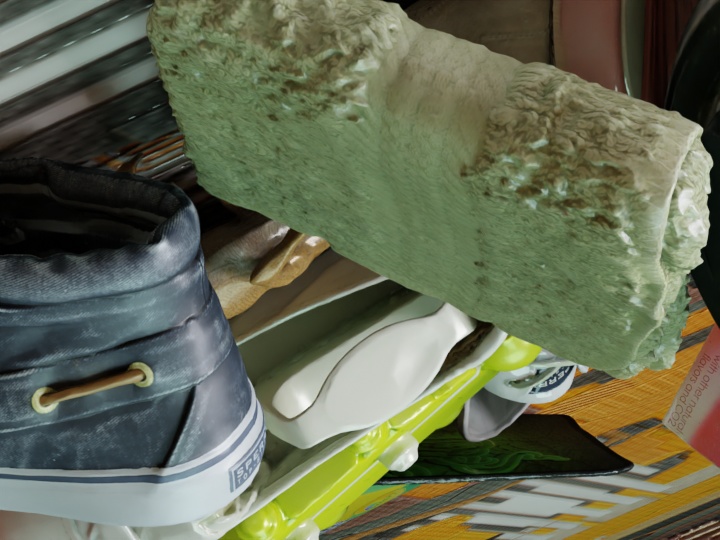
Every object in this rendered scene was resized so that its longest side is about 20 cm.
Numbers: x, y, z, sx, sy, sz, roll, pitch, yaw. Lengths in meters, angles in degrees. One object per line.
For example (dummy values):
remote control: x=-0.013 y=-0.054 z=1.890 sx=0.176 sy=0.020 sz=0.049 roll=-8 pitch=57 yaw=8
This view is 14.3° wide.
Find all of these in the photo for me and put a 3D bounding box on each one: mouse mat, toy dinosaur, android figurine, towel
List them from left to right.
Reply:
toy dinosaur: x=-0.066 y=0.010 z=0.876 sx=0.199 sy=0.061 sz=0.106 roll=-23 pitch=170 yaw=11
android figurine: x=-0.007 y=0.066 z=1.028 sx=0.182 sy=0.041 sz=0.200 roll=-41 pitch=175 yaw=3
mouse mat: x=0.024 y=0.076 z=1.235 sx=0.160 sy=0.008 sz=0.200 roll=-2 pitch=-175 yaw=-5
towel: x=0.019 y=-0.025 z=0.729 sx=0.200 sy=0.148 sz=0.037 roll=71 pitch=44 yaw=-78

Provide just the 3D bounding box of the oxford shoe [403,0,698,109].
oxford shoe: x=0.059 y=-0.057 z=0.824 sx=0.073 sy=0.071 sz=0.200 roll=-2 pitch=171 yaw=15

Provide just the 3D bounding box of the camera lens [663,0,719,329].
camera lens: x=0.190 y=-0.045 z=0.758 sx=0.200 sy=0.160 sz=0.160 roll=-32 pitch=177 yaw=-36

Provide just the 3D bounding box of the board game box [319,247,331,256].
board game box: x=0.000 y=0.000 z=0.984 sx=0.199 sy=0.035 sz=0.126 roll=-22 pitch=175 yaw=2

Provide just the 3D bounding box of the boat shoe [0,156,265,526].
boat shoe: x=-0.127 y=0.016 z=0.796 sx=0.199 sy=0.091 sz=0.071 roll=-1 pitch=-146 yaw=16

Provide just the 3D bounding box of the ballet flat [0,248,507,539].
ballet flat: x=-0.034 y=0.045 z=0.895 sx=0.199 sy=0.070 sz=0.069 roll=-33 pitch=167 yaw=7

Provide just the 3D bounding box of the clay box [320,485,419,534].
clay box: x=-0.054 y=0.110 z=1.386 sx=0.199 sy=0.048 sz=0.115 roll=-9 pitch=165 yaw=-43

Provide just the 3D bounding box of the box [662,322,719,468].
box: x=0.204 y=-0.004 z=0.971 sx=0.094 sy=0.102 sz=0.201 roll=-5 pitch=128 yaw=-55

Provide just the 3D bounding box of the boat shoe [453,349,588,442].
boat shoe: x=0.068 y=0.018 z=1.139 sx=0.073 sy=0.067 sz=0.200 roll=-19 pitch=168 yaw=-11
